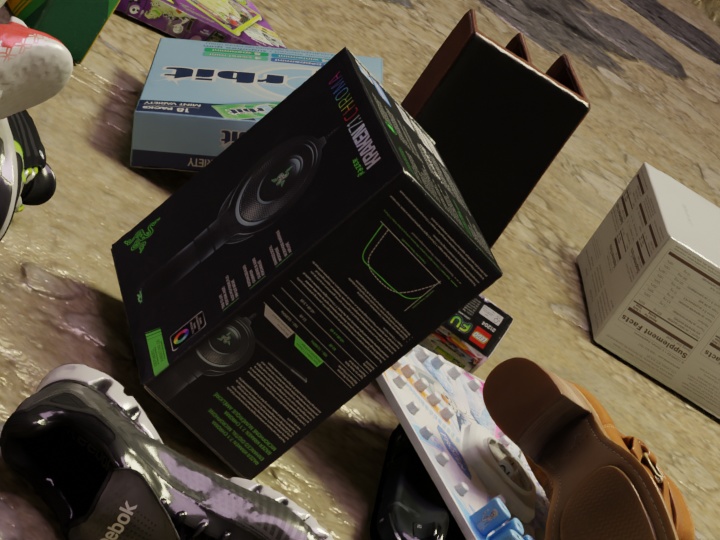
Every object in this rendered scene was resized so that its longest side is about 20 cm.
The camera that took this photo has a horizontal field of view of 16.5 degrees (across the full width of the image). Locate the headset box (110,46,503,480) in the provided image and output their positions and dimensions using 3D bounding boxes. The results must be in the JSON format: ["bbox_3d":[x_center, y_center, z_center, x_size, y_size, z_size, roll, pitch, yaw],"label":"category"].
[{"bbox_3d":[-0.041,-0.002,1.401,0.093,0.200,0.174,45,12,-28],"label":"headset box"}]

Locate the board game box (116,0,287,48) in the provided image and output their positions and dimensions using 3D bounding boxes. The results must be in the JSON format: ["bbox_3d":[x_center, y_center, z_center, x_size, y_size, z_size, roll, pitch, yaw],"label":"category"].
[{"bbox_3d":[-0.150,-0.223,2.069,0.200,0.032,0.120,23,25,-38],"label":"board game box"}]

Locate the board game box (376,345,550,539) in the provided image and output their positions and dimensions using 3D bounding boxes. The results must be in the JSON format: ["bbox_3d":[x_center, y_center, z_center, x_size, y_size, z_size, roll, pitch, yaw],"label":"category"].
[{"bbox_3d":[0.089,0.117,1.496,0.200,0.026,0.200,30,24,-52],"label":"board game box"}]

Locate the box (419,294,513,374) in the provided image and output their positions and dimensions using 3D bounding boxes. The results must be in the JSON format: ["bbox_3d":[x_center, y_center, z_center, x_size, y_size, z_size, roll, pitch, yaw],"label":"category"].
[{"bbox_3d":[0.000,0.000,1.642,0.200,0.035,0.110,35,-19,1],"label":"box"}]

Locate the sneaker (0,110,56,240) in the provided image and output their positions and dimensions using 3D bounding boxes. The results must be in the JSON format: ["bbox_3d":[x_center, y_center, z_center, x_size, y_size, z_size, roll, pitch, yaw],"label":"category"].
[{"bbox_3d":[-0.207,-0.065,1.453,0.083,0.072,0.200,30,18,-27],"label":"sneaker"}]

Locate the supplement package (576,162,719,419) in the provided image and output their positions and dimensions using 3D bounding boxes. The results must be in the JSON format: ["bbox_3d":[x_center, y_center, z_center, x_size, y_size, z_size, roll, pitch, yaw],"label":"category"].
[{"bbox_3d":[0.280,0.020,2.088,0.156,0.111,0.200,32,18,-10],"label":"supplement package"}]

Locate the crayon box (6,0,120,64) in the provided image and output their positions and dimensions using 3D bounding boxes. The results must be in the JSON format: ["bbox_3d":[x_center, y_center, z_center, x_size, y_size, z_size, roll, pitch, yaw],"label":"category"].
[{"bbox_3d":[-0.190,-0.268,1.813,0.052,0.200,0.126,23,20,-35],"label":"crayon box"}]

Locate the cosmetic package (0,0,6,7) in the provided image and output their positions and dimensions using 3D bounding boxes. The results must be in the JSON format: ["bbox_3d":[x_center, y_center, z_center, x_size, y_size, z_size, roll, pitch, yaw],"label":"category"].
[{"bbox_3d":[-0.307,-0.261,1.576,0.200,0.166,0.167,37,12,-32],"label":"cosmetic package"}]

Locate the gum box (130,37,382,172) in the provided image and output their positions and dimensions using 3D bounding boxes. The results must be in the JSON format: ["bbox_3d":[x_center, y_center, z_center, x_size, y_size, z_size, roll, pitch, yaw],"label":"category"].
[{"bbox_3d":[-0.070,-0.115,1.775,0.170,0.045,0.200,5,20,-1],"label":"gum box"}]

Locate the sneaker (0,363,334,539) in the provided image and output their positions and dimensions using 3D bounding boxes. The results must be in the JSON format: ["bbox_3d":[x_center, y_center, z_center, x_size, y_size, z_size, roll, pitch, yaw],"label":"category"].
[{"bbox_3d":[-0.094,0.121,1.187,0.200,0.067,0.090,35,19,12],"label":"sneaker"}]

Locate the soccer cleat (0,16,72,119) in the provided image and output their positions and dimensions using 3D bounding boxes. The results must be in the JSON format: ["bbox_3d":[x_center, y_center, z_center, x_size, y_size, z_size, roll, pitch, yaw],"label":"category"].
[{"bbox_3d":[-0.248,-0.083,1.331,0.200,0.069,0.085,-9,47,-18],"label":"soccer cleat"}]

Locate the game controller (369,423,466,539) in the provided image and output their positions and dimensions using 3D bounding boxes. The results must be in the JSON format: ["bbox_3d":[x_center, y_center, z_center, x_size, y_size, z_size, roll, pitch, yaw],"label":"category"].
[{"bbox_3d":[0.055,0.149,1.451,0.104,0.042,0.200,48,16,-9],"label":"game controller"}]

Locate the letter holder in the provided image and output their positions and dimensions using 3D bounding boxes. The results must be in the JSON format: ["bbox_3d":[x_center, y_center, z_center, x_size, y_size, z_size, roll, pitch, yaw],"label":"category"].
[{"bbox_3d":[0.063,-0.084,1.801,0.100,0.200,0.142,31,17,-12],"label":"letter holder"}]

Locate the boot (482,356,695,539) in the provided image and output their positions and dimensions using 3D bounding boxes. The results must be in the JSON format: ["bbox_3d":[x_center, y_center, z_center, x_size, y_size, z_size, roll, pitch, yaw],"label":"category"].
[{"bbox_3d":[0.158,0.144,1.445,0.155,0.074,0.200,37,21,-52],"label":"boot"}]
